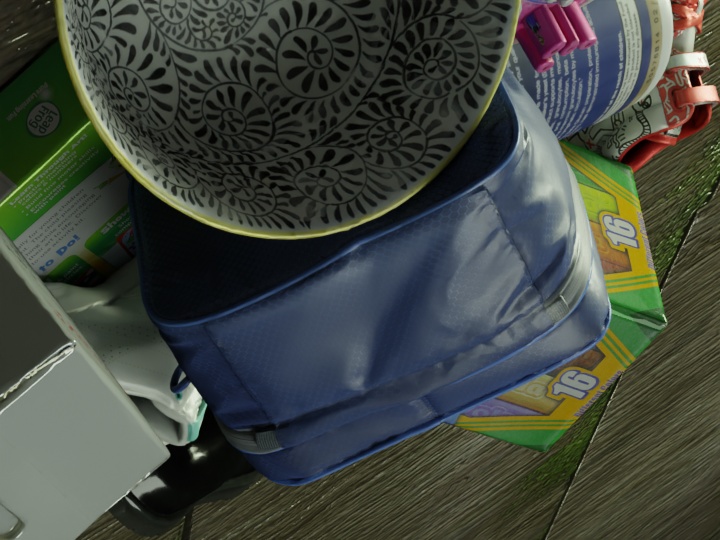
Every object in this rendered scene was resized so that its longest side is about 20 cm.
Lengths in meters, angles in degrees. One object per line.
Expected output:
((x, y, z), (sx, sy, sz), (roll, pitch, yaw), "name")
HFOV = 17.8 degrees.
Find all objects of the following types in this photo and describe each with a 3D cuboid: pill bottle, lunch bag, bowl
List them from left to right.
((-0.044, -0.118, 0.894), (0.200, 0.094, 0.202), (-6, 101, -29), "bowl")
((0.000, 0.000, 0.986), (0.199, 0.136, 0.133), (-25, 129, 11), "lunch bag")
((0.050, -0.103, 1.118), (0.199, 0.111, 0.111), (-26, 155, -37), "pill bottle")

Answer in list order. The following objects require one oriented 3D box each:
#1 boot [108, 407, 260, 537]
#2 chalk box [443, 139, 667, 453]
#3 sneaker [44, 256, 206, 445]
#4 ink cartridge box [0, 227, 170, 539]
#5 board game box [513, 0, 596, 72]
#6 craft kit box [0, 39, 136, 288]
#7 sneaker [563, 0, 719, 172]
((-0.064, 0.063, 1.289), (0.158, 0.080, 0.211), (-41, 172, 17), "boot")
((0.040, -0.008, 1.214), (0.199, 0.125, 0.124), (19, 132, -26), "chalk box")
((-0.091, 0.039, 1.064), (0.199, 0.089, 0.075), (-23, 152, -42), "sneaker")
((-0.166, 0.002, 0.807), (0.083, 0.200, 0.145), (-39, 160, -6), "ink cartridge box")
((0.156, -0.162, 0.936), (0.199, 0.026, 0.200), (-30, 171, -8), "board game box")
((-0.159, 0.001, 1.051), (0.200, 0.049, 0.198), (-42, 163, 1), "craft kit box")
((0.173, -0.143, 1.264), (0.202, 0.108, 0.067), (-50, 159, 21), "sneaker")
